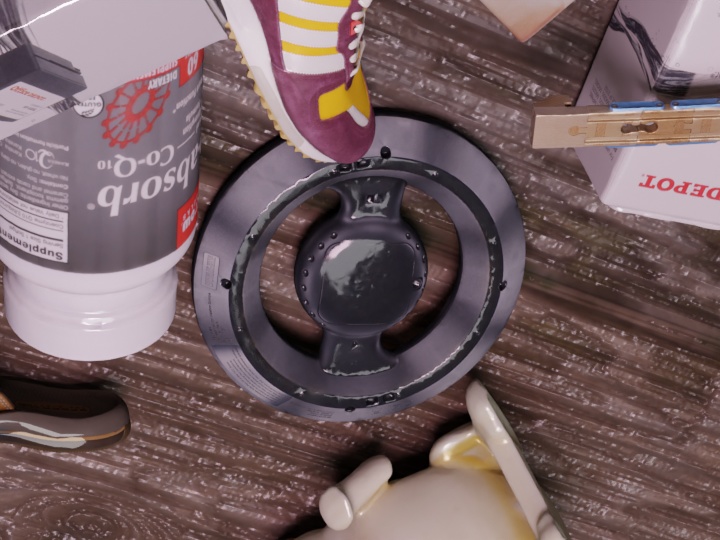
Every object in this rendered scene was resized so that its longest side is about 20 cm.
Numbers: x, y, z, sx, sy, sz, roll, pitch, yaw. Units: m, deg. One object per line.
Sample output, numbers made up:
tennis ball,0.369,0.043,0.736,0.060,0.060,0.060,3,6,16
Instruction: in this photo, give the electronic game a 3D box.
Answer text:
electronic game,0.000,0.000,1.322,0.199,0.042,0.201,-7,119,-12

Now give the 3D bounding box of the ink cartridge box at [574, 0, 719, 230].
ink cartridge box,0.220,-0.127,1.269,0.144,0.085,0.201,9,122,-21

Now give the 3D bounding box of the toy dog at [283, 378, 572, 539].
toy dog,0.027,0.181,1.425,0.199,0.140,0.194,-28,165,2

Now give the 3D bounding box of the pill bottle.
pill bottle,-0.140,-0.061,1.185,0.115,0.116,0.201,-5,127,-14

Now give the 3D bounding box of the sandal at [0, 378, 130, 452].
sandal,-0.223,0.067,1.281,0.199,0.082,0.055,5,107,-19

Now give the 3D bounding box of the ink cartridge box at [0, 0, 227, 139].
ink cartridge box,-0.181,-0.144,1.060,0.199,0.146,0.084,-24,154,4

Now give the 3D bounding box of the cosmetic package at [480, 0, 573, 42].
cosmetic package,0.041,-0.220,1.133,0.087,0.104,0.200,-40,126,12

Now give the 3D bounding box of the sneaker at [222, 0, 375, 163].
sneaker,-0.018,-0.135,1.182,0.090,0.075,0.200,-15,135,17

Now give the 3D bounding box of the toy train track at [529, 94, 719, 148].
toy train track,0.188,-0.088,1.219,0.199,0.033,0.115,-3,133,-6
